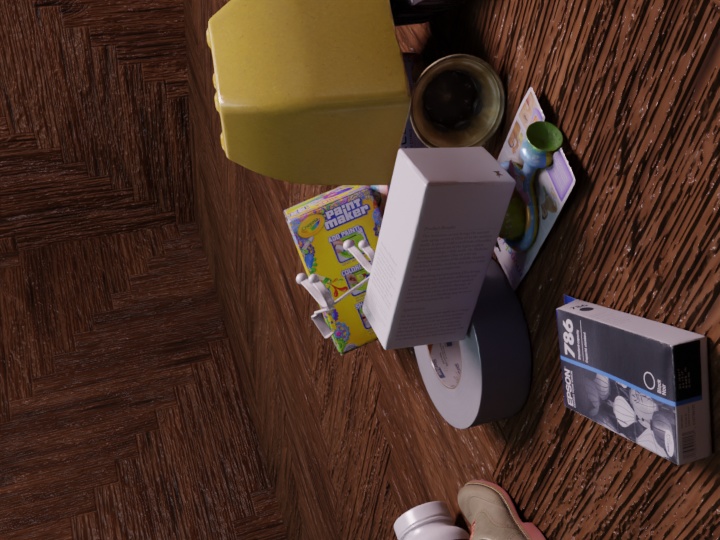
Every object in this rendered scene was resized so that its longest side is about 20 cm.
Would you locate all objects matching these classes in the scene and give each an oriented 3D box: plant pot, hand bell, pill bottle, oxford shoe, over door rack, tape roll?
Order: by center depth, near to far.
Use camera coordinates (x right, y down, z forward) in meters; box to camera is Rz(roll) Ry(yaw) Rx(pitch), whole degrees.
[{"bbox_3d":[-0.067,-0.211,0.927,0.195,0.197,0.198,102,158,-68],"label":"plant pot"},{"bbox_3d":[0.086,-0.211,0.939,0.200,0.103,0.105,-110,16,-64],"label":"hand bell"},{"bbox_3d":[0.000,0.000,0.969,0.067,0.147,0.200,54,169,10],"label":"over door rack"},{"bbox_3d":[0.126,0.082,0.979,0.200,0.065,0.203,170,90,-72],"label":"tape roll"},{"bbox_3d":[0.156,0.316,0.998,0.200,0.074,0.071,-153,54,-69],"label":"oxford shoe"},{"bbox_3d":[0.118,0.429,1.123,0.114,0.112,0.201,100,153,-49],"label":"pill bottle"}]

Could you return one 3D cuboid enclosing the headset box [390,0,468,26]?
[{"bbox_3d":[0.069,-0.360,0.890,0.200,0.074,0.151,-166,67,-71],"label":"headset box"}]

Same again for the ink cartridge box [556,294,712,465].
[{"bbox_3d":[0.223,0.087,0.720,0.200,0.039,0.101,-158,59,-71],"label":"ink cartridge box"}]

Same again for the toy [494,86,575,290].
[{"bbox_3d":[0.150,-0.075,0.840,0.201,0.047,0.116,109,148,-56],"label":"toy"}]

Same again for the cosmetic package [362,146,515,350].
[{"bbox_3d":[0.074,-0.021,0.839,0.071,0.100,0.202,-122,36,-46],"label":"cosmetic package"}]

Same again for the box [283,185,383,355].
[{"bbox_3d":[-0.019,-0.012,1.164,0.200,0.121,0.195,-129,17,-79],"label":"box"}]

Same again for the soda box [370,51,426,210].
[{"bbox_3d":[0.047,-0.183,1.082,0.068,0.063,0.203,-141,45,-64],"label":"soda box"}]
